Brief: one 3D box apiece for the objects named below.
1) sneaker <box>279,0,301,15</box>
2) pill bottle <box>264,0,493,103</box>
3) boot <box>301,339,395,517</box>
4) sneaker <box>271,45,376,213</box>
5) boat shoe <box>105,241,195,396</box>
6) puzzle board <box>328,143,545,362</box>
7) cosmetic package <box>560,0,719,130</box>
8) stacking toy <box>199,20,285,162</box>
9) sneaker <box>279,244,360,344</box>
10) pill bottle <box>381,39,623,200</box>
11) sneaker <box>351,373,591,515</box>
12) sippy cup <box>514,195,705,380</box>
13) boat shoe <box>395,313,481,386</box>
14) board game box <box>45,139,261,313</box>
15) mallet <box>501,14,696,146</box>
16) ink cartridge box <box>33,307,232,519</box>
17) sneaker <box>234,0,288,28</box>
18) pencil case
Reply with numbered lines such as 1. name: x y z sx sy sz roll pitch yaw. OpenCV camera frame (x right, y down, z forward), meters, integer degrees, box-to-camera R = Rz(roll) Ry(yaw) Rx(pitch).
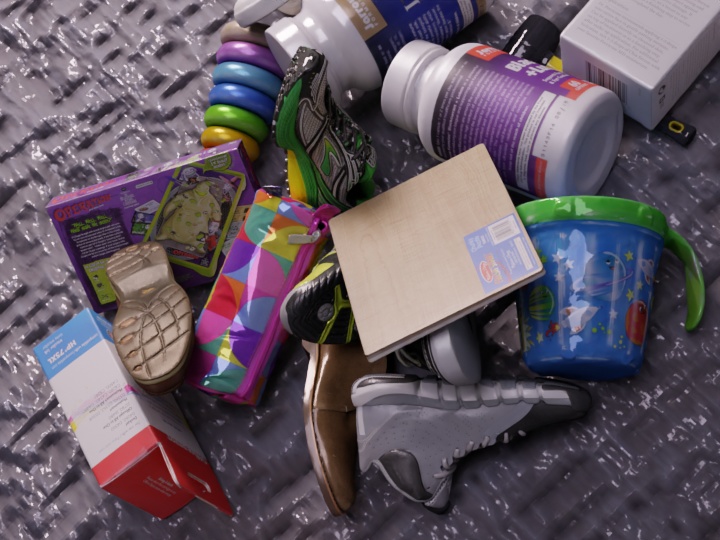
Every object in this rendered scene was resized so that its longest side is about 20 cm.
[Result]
1. sneaker: -0.014 -0.332 1.452 0.200 0.099 0.078 -30 59 7
2. pill bottle: 0.016 -0.240 1.376 0.200 0.116 0.116 -36 58 -7
3. boot: -0.008 0.113 1.268 0.075 0.074 0.201 -6 62 8
4. sneaker: -0.026 -0.125 1.312 0.085 0.200 0.078 8 59 14
5. boat shoe: -0.181 0.050 1.307 0.072 0.068 0.200 -19 34 -4
6. puzzle board: 0.057 -0.017 1.180 0.150 0.017 0.200 -26 34 6
7. cosmetic package: 0.275 -0.234 1.289 0.101 0.071 0.200 36 76 23
8. stacking toy: -0.119 -0.136 1.424 0.085 0.085 0.201 9 77 25
9. sneaker: 0.000 0.000 1.289 0.076 0.076 0.200 18 39 42
10. pill bottle: 0.122 -0.137 1.301 0.200 0.111 0.112 25 78 29
11. sneaker: 0.091 0.145 1.221 0.199 0.075 0.116 1 90 10
12. sippy cup: 0.182 0.020 1.199 0.177 0.140 0.131 -4 73 28
13. boat shoe: 0.060 0.057 1.205 0.063 0.200 0.071 -18 97 8
14. board game box: -0.183 -0.039 1.382 0.199 0.120 0.032 -15 26 14
15. mallet: 0.207 -0.158 1.324 0.066 0.041 0.200 -47 63 -5
16. ink cartridge box: -0.201 0.143 1.300 0.067 0.116 0.200 -36 58 4
17. sneaker: -0.057 -0.316 1.385 0.200 0.073 0.085 -43 101 -3
18. pencil case: -0.091 0.023 1.313 0.088 0.088 0.201 23 89 29
